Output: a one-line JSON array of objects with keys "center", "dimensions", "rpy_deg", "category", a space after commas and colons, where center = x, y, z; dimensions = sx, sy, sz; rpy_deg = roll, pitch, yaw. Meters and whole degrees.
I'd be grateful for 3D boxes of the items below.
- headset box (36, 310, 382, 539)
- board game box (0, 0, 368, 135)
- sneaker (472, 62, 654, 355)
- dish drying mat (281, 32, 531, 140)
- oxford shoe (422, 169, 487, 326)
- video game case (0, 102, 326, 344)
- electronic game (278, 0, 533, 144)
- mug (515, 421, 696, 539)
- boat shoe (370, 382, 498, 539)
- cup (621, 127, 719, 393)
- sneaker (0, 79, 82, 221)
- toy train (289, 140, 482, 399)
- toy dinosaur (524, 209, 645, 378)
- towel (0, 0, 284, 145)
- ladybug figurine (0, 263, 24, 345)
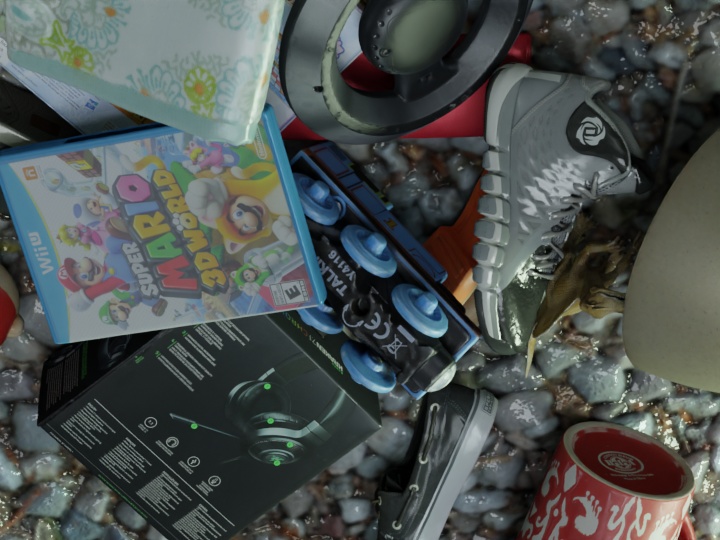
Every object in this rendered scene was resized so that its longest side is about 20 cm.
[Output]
[{"center": [-0.105, 0.086, 1.711], "dimensions": [0.200, 0.093, 0.174], "rpy_deg": [-38, 116, 17], "category": "headset box"}, {"center": [-0.122, -0.165, 1.576], "dimensions": [0.200, 0.041, 0.199], "rpy_deg": [41, 109, -20], "category": "board game box"}, {"center": [0.140, -0.038, 1.582], "dimensions": [0.115, 0.075, 0.201], "rpy_deg": [4, 98, 17], "category": "sneaker"}, {"center": [0.019, -0.129, 1.634], "dimensions": [0.199, 0.018, 0.077], "rpy_deg": [-1, 117, -2], "category": "dish drying mat"}, {"center": [0.117, -0.034, 1.681], "dimensions": [0.073, 0.071, 0.200], "rpy_deg": [24, 122, -42], "category": "oxford shoe"}, {"center": [-0.135, -0.029, 1.566], "dimensions": [0.199, 0.018, 0.144], "rpy_deg": [-8, 113, 18], "category": "video game case"}, {"center": [0.034, -0.166, 1.538], "dimensions": [0.199, 0.042, 0.200], "rpy_deg": [-24, 142, -21], "category": "electronic game"}, {"center": [0.185, 0.222, 1.821], "dimensions": [0.133, 0.177, 0.201], "rpy_deg": [28, 117, 21], "category": "mug"}, {"center": [0.041, 0.169, 1.794], "dimensions": [0.056, 0.069, 0.200], "rpy_deg": [22, 112, -8], "category": "boat shoe"}, {"center": [0.295, 0.009, 1.608], "dimensions": [0.143, 0.200, 0.201], "rpy_deg": [28, 126, 29], "category": "cup"}, {"center": [-0.235, -0.059, 1.632], "dimensions": [0.200, 0.075, 0.106], "rpy_deg": [30, 120, -10], "category": "sneaker"}, {"center": [0.000, 0.000, 1.619], "dimensions": [0.200, 0.114, 0.087], "rpy_deg": [46, 115, 7], "category": "toy train"}, {"center": [0.152, 0.013, 1.692], "dimensions": [0.058, 0.200, 0.101], "rpy_deg": [38, 71, -4], "category": "toy dinosaur"}, {"center": [-0.137, -0.188, 1.472], "dimensions": [0.199, 0.048, 0.172], "rpy_deg": [22, 116, 21], "category": "towel"}, {"center": [-0.338, 0.023, 1.657], "dimensions": [0.199, 0.072, 0.136], "rpy_deg": [11, 132, -10], "category": "ladybug figurine"}]
